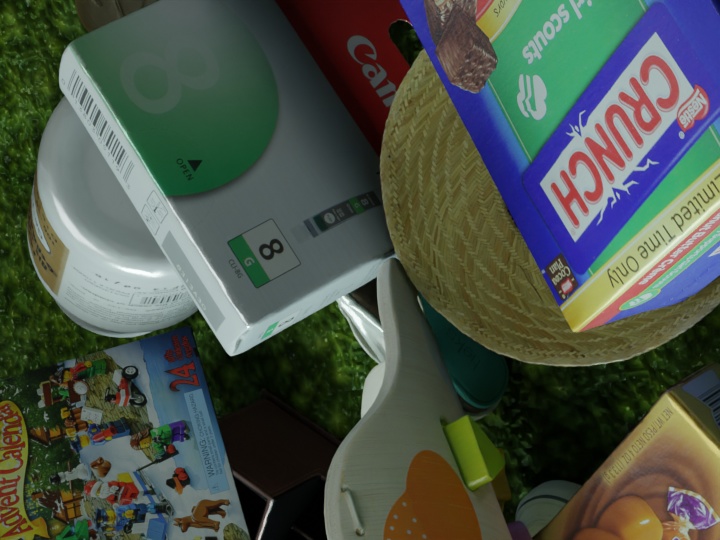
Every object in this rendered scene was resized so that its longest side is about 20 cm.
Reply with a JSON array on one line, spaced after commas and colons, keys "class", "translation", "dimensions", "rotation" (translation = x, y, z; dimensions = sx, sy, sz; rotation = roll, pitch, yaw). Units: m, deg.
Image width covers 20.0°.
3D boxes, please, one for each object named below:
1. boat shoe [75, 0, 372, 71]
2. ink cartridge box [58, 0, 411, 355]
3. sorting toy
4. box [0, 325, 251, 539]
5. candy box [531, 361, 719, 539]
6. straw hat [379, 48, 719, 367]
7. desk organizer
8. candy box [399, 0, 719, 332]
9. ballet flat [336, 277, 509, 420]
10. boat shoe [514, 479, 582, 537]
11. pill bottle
[{"class": "boat shoe", "translation": [-0.059, -0.122, 1.102], "dimensions": [0.200, 0.063, 0.073], "rotation": [24, 113, 21]}, {"class": "ink cartridge box", "translation": [-0.021, -0.074, 0.989], "dimensions": [0.161, 0.200, 0.050], "rotation": [57, 157, 9]}, {"class": "sorting toy", "translation": [0.024, 0.098, 0.958], "dimensions": [0.200, 0.107, 0.180], "rotation": [96, 167, -58]}, {"class": "box", "translation": [-0.129, 0.136, 1.073], "dimensions": [0.038, 0.136, 0.200], "rotation": [82, 170, -56]}, {"class": "candy box", "translation": [0.183, 0.154, 0.910], "dimensions": [0.200, 0.056, 0.117], "rotation": [46, 126, 15]}, {"class": "straw hat", "translation": [0.115, -0.050, 0.967], "dimensions": [0.201, 0.085, 0.201], "rotation": [-2, 83, 20]}, {"class": "desk organizer", "translation": [-0.011, 0.155, 1.127], "dimensions": [0.200, 0.077, 0.072], "rotation": [32, 120, 25]}, {"class": "candy box", "translation": [0.108, -0.100, 0.844], "dimensions": [0.200, 0.077, 0.169], "rotation": [63, 145, 15]}, {"class": "ballet flat", "translation": [0.000, 0.000, 1.061], "dimensions": [0.069, 0.069, 0.200], "rotation": [-23, 109, 39]}, {"class": "boat shoe", "translation": [0.131, 0.203, 1.043], "dimensions": [0.074, 0.065, 0.200], "rotation": [-36, 81, 38]}, {"class": "pill bottle", "translation": [-0.119, -0.028, 1.085], "dimensions": [0.114, 0.114, 0.200], "rotation": [60, 163, 7]}]
